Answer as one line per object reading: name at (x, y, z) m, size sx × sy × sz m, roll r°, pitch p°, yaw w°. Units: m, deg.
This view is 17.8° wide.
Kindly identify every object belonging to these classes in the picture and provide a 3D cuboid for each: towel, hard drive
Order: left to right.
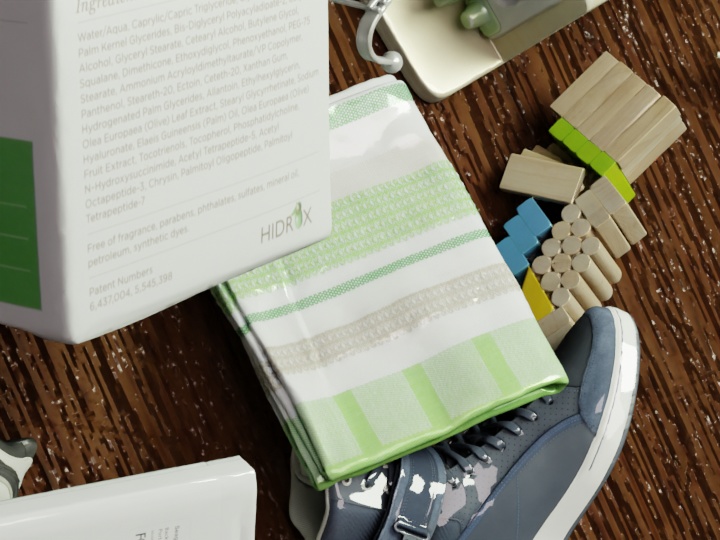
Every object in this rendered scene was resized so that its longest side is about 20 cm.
hard drive at (-0.146, 0.167, 1.095) m, size 0.200 × 0.026 × 0.132 m, roll -8°, pitch 115°, yaw -28°
towel at (0.000, 0.000, 1.183) m, size 0.149 × 0.031 × 0.200 m, roll -23°, pitch 66°, yaw -14°

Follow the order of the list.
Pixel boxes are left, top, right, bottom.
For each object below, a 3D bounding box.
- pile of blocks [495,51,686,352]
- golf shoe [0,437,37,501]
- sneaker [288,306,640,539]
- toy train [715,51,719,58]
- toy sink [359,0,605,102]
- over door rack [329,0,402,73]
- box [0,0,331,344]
pile of blocks at (0.120, -0.021, 1.297) m, size 0.200 × 0.082 × 0.062 m, roll -66°, pitch 152°, yaw -13°
golf shoe at (-0.240, 0.048, 1.089) m, size 0.200 × 0.073 × 0.092 m, roll 51°, pitch 57°, yaw -18°
sneaker at (0.050, 0.089, 1.194) m, size 0.146 × 0.077 × 0.202 m, roll 27°, pitch 88°, yaw -17°
toy train at (0.299, -0.098, 1.388) m, size 0.200 × 0.085 × 0.116 m, roll -18°, pitch 100°, yaw -28°
toy sink at (0.101, -0.203, 1.289) m, size 0.200 × 0.112 × 0.130 m, roll -31°, pitch 93°, yaw -29°
over door rack at (0.006, -0.206, 1.215) m, size 0.067 × 0.148 × 0.200 m, roll 40°, pitch 73°, yaw -53°
box at (-0.145, -0.085, 1.033) m, size 0.200 × 0.199 × 0.171 m, roll -24°, pitch 119°, yaw -53°
